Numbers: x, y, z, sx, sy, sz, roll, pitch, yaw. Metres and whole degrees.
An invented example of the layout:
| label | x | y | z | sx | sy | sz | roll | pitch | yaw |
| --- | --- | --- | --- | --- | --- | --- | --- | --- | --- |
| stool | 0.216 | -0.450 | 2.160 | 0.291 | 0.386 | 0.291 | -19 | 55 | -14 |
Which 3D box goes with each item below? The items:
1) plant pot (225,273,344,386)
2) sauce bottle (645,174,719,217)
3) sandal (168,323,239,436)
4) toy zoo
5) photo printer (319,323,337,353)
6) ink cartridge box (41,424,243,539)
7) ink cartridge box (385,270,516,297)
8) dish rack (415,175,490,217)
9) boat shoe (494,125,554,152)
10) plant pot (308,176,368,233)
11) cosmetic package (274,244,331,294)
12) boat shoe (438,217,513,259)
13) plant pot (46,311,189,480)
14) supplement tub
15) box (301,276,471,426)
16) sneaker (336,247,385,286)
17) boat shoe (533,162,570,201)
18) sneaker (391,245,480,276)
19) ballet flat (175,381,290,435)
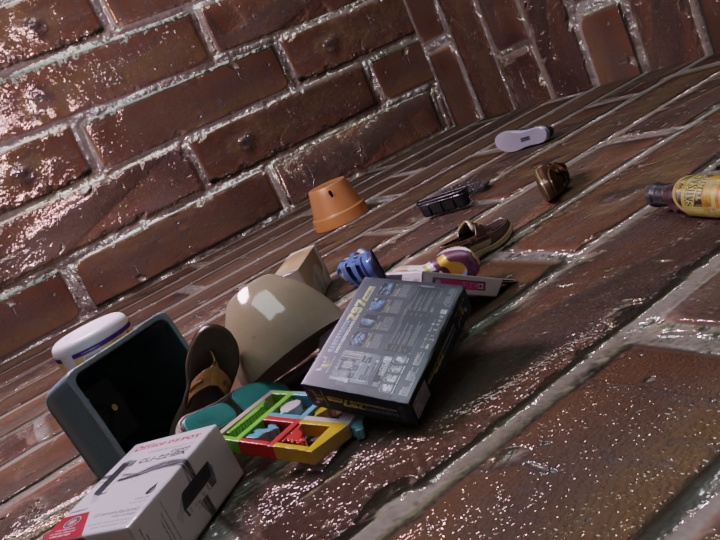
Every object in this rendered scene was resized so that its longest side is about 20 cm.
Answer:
| label | x | y | z | sx | sy | sz | roll | pitch | yaw |
| --- | --- | --- | --- | --- | --- | --- | --- | --- | --- |
| plant pot | -0.141 | 0.086 | 1.142 | 0.200 | 0.134 | 0.200 | -38 | -10 | -8 |
| sauce bottle | 0.510 | -0.112 | 1.063 | 0.066 | 0.066 | 0.200 | -28 | 12 | -13 |
| sandal | -0.228 | 0.180 | 1.035 | 0.055 | 0.082 | 0.200 | 11 | 81 | 65 |
| toy zoo | -0.079 | 0.201 | 0.920 | 0.200 | 0.020 | 0.131 | -3 | 20 | 35 |
| photo printer | 0.052 | 0.095 | 1.063 | 0.166 | 0.069 | 0.200 | -32 | 16 | -31 |
| ink cartridge box | -0.255 | 0.284 | 0.849 | 0.144 | 0.084 | 0.200 | -18 | 13 | 24 |
| ink cartridge box | 0.148 | 0.023 | 1.134 | 0.200 | 0.037 | 0.095 | 3 | -3 | -33 |
| dish rack | 0.257 | -0.207 | 1.898 | 0.153 | 0.055 | 0.200 | -13 | 17 | 37 |
| boat shoe | 0.523 | -0.422 | 2.244 | 0.057 | 0.069 | 0.200 | -25 | 16 | -40 |
| plant pot | -0.091 | -0.234 | 2.433 | 0.200 | 0.140 | 0.200 | -24 | 14 | 6 |
| cosmetic package | -0.131 | 0.022 | 1.597 | 0.071 | 0.105 | 0.200 | -21 | 15 | 13 |
| boat shoe | 0.223 | -0.067 | 1.375 | 0.200 | 0.072 | 0.072 | -33 | 16 | -31 |
| plant pot | -0.373 | 0.218 | 1.118 | 0.200 | 0.196 | 0.196 | -27 | 9 | 41 |
| supplement tub | -0.458 | 0.194 | 1.304 | 0.145 | 0.200 | 0.145 | -23 | 14 | 6 |
| box | 0.037 | 0.097 | 0.921 | 0.158 | 0.051 | 0.200 | 5 | 46 | 31 |
| sneaker | 0.000 | 0.000 | 1.528 | 0.082 | 0.074 | 0.200 | -29 | 6 | -9 |
| boat shoe | 0.425 | -0.205 | 1.553 | 0.068 | 0.072 | 0.200 | -22 | 11 | 21 |
| sneaker | 0.119 | 0.023 | 1.243 | 0.200 | 0.075 | 0.090 | -22 | 20 | 39 |
| ballet flat | -0.186 | 0.214 | 1.016 | 0.200 | 0.068 | 0.067 | -11 | -42 | -46 |
